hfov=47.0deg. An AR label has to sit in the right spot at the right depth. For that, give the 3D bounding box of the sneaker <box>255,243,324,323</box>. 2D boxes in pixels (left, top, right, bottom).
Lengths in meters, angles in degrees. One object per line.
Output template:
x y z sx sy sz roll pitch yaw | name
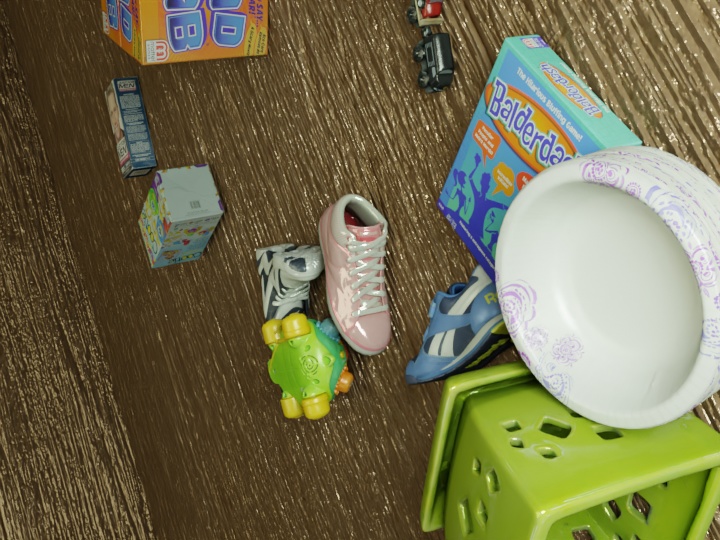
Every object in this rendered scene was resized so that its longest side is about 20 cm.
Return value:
-0.099 0.033 1.230 0.198 0.078 0.133 7 109 60 | sneaker

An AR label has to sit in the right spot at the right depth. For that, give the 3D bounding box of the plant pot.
0.164 0.188 0.713 0.182 0.195 0.204 -130 38 -50 | plant pot

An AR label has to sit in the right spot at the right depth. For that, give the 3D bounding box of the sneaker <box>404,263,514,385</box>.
0.107 0.064 0.887 0.200 0.073 0.084 -46 59 48 | sneaker

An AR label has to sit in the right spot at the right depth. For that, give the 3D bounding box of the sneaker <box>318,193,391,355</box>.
0.000 0.000 1.042 0.105 0.074 0.205 136 122 -63 | sneaker

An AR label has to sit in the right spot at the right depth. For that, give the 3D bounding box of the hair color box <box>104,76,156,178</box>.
-0.518 -0.320 1.861 0.099 0.059 0.205 -15 87 61 | hair color box

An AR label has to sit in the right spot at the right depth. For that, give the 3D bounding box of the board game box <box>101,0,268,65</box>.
-0.264 -0.436 1.221 0.199 0.196 0.204 40 134 47 | board game box

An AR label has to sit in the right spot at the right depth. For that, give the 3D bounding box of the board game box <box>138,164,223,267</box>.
-0.346 -0.101 1.576 0.200 0.103 0.105 -46 62 55 | board game box

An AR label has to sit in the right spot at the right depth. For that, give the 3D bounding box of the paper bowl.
0.206 0.008 0.634 0.199 0.103 0.205 25 124 44 | paper bowl

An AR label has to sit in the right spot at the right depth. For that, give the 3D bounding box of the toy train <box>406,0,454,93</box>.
0.067 -0.288 0.858 0.045 0.034 0.205 -3 98 57 | toy train

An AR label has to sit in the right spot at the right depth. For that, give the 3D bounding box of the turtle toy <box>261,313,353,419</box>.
-0.077 0.132 1.204 0.199 0.099 0.149 -17 88 61 | turtle toy

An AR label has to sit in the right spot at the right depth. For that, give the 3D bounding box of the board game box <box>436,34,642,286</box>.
0.154 -0.086 0.768 0.153 0.044 0.202 57 144 33 | board game box
